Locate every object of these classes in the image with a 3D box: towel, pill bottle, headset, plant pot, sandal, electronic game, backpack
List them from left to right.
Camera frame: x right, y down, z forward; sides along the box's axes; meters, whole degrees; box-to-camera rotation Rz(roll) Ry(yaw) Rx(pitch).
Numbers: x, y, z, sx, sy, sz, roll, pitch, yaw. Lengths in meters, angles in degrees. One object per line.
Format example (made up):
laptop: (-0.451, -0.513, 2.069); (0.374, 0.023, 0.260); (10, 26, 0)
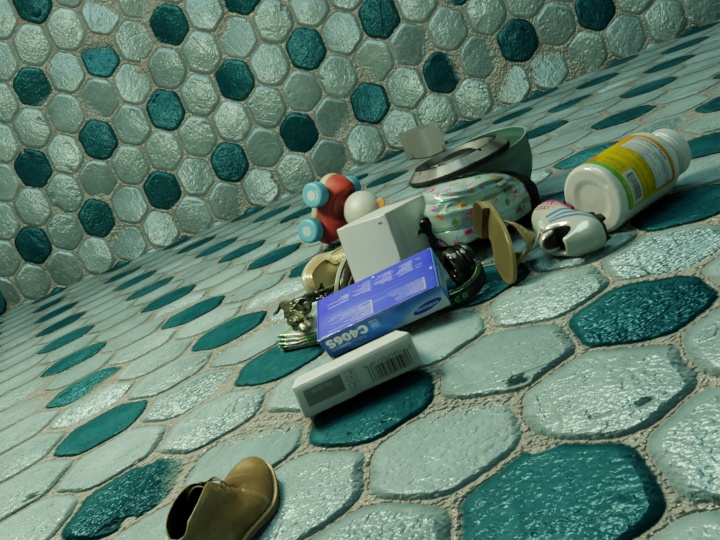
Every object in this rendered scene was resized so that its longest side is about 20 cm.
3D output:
towel: (-0.028, 0.074, 1.297); (0.199, 0.031, 0.149); (-15, 16, 31)
headset: (0.124, -0.011, 1.230); (0.123, 0.094, 0.200); (-21, 25, 9)
electronic game: (0.183, -0.201, 1.457); (0.199, 0.042, 0.200); (-23, 13, 5)
backpack: (0.201, -0.108, 1.393); (0.199, 0.127, 0.167); (-24, 8, -34)
plant pot: (0.263, -0.188, 1.588); (0.199, 0.135, 0.200); (-23, 20, 9)
sandal: (0.235, -0.054, 1.215); (0.069, 0.078, 0.212); (-5, 30, -8)
pill bottle: (0.425, -0.148, 1.227); (0.199, 0.112, 0.111); (-30, 15, -28)

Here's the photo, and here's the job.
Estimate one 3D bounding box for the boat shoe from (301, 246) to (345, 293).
boat shoe: (-0.038, -0.013, 1.560); (0.069, 0.074, 0.200); (-19, 12, 41)

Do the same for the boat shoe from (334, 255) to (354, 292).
boat shoe: (0.000, 0.000, 1.453); (0.060, 0.072, 0.201); (12, 31, 10)

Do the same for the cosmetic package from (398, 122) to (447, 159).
cosmetic package: (0.226, -0.470, 2.852); (0.090, 0.107, 0.200); (-26, 11, -13)

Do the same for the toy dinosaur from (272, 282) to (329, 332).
toy dinosaur: (-0.098, 0.059, 1.325); (0.088, 0.048, 0.200); (-30, 11, -11)

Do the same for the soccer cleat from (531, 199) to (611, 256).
soccer cleat: (0.296, -0.063, 1.196); (0.086, 0.070, 0.200); (-23, 13, -10)

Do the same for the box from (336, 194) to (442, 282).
box: (0.059, -0.047, 1.374); (0.097, 0.125, 0.200); (-16, 7, 27)

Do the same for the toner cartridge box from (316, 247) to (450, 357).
toner cartridge box: (0.030, 0.048, 1.163); (0.199, 0.043, 0.095); (-25, 36, 15)

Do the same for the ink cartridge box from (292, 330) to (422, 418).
ink cartridge box: (-0.009, 0.134, 1.042); (0.161, 0.050, 0.200); (-25, -5, -4)

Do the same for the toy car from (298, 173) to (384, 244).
toy car: (-0.018, -0.134, 1.923); (0.199, 0.178, 0.184); (19, 20, 29)

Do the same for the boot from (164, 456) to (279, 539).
boot: (-0.134, 0.227, 0.773); (0.073, 0.076, 0.200); (-22, 12, 13)
